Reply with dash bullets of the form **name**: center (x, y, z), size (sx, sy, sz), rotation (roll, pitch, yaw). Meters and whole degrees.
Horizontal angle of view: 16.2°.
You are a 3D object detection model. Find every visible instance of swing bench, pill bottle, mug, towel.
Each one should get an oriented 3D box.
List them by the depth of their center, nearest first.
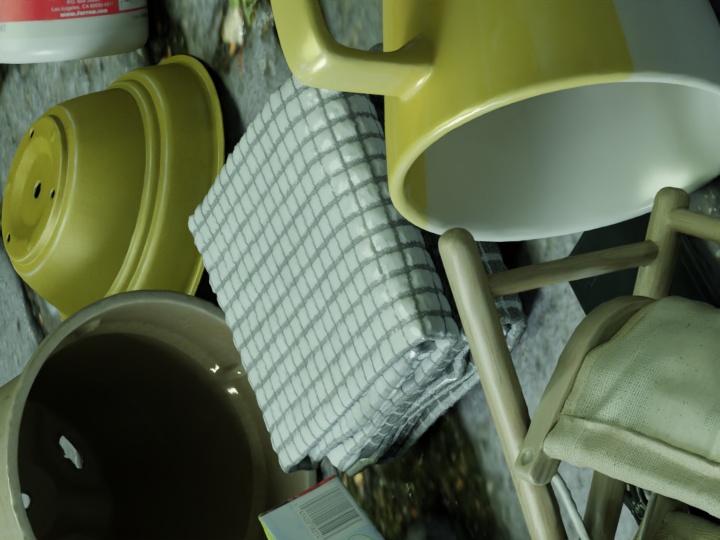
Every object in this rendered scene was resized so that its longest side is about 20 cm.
- **swing bench**: center (0.134, 0.088, 0.964), size (0.199, 0.130, 0.200), rotation (21, 117, 56)
- **mug**: center (0.065, -0.116, 1.024), size (0.149, 0.187, 0.153), rotation (-18, 67, 21)
- **towel**: center (0.000, 0.000, 1.284), size (0.166, 0.086, 0.200), rotation (68, 152, 18)
- **pill bottle**: center (-0.194, -0.234, 1.573), size (0.112, 0.112, 0.200), rotation (15, 111, 62)

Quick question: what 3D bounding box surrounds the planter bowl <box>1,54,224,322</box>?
- **planter bowl**: center (-0.164, -0.042, 1.539), size (0.200, 0.083, 0.200), rotation (-33, 51, 54)

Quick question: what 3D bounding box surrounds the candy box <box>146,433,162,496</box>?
- **candy box**: center (-0.129, 0.121, 1.618), size (0.115, 0.055, 0.200), rotation (8, 106, 62)

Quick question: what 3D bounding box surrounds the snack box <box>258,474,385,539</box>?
- **snack box**: center (0.027, 0.217, 1.281), size (0.200, 0.053, 0.142), rotation (50, 165, 47)

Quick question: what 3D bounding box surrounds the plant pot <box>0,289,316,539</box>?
- **plant pot**: center (-0.159, 0.124, 1.476), size (0.183, 0.200, 0.200), rotation (-17, 82, 53)

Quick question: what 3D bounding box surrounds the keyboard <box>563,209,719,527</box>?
- **keyboard**: center (0.138, 0.064, 1.091), size (0.127, 0.021, 0.200), rotation (-60, 44, 44)
